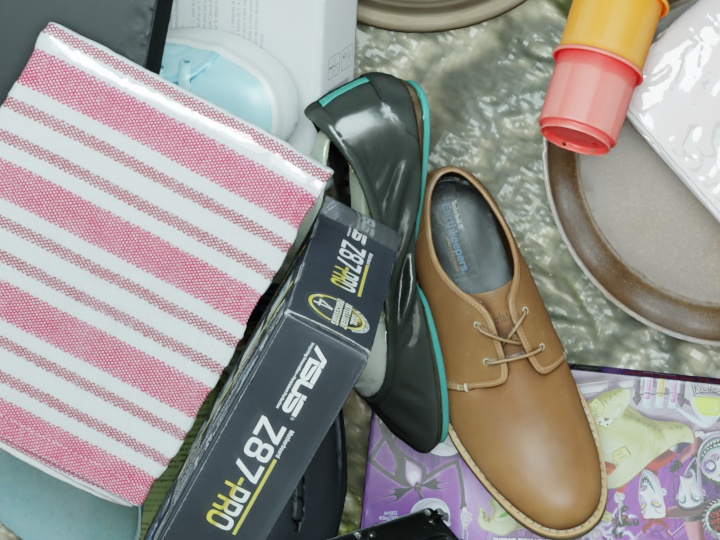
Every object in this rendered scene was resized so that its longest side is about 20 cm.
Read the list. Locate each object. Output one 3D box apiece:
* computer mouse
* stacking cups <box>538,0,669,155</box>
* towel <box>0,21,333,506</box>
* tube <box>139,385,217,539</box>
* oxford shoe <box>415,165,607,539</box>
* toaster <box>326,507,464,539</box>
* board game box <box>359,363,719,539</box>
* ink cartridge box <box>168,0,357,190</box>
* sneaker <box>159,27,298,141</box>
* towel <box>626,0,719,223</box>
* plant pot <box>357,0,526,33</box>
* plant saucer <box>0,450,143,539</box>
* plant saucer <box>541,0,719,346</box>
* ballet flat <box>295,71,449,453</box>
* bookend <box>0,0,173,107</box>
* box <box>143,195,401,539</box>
[{"bbox_3d":[-0.062,0.097,1.514,0.140,0.046,0.200,12,94,-31],"label":"computer mouse"},{"bbox_3d":[0.131,-0.156,1.492,0.060,0.061,0.200,21,77,-1],"label":"stacking cups"},{"bbox_3d":[-0.120,0.000,1.358,0.146,0.030,0.200,28,111,-8],"label":"towel"},{"bbox_3d":[-0.103,0.094,1.545,0.058,0.052,0.201,5,99,32],"label":"tube"},{"bbox_3d":[0.069,0.041,1.503,0.071,0.071,0.200,-22,80,-9],"label":"oxford shoe"},{"bbox_3d":[0.027,0.226,1.446,0.200,0.181,0.119,47,115,17],"label":"toaster"},{"bbox_3d":[0.102,0.108,1.554,0.199,0.032,0.120,5,98,0],"label":"board game box"},{"bbox_3d":[-0.086,-0.150,1.493,0.176,0.045,0.200,16,119,24],"label":"ink cartridge box"},{"bbox_3d":[-0.130,-0.077,1.474,0.200,0.082,0.074,5,115,28],"label":"sneaker"},{"bbox_3d":[0.258,-0.087,1.505,0.200,0.032,0.191,-41,94,3],"label":"towel"},{"bbox_3d":[0.029,-0.219,1.500,0.200,0.093,0.201,0,94,1],"label":"plant pot"},{"bbox_3d":[-0.165,0.057,1.489,0.039,0.201,0.201,-36,94,-32],"label":"plant saucer"},{"bbox_3d":[0.192,-0.061,1.538,0.200,0.034,0.201,0,93,0],"label":"plant saucer"},{"bbox_3d":[0.000,0.000,1.483,0.068,0.068,0.200,-12,109,-21],"label":"ballet flat"},{"bbox_3d":[-0.192,-0.110,1.383,0.200,0.092,0.199,12,112,0],"label":"bookend"},{"bbox_3d":[-0.051,0.080,1.394,0.049,0.161,0.200,27,109,-5],"label":"box"}]
